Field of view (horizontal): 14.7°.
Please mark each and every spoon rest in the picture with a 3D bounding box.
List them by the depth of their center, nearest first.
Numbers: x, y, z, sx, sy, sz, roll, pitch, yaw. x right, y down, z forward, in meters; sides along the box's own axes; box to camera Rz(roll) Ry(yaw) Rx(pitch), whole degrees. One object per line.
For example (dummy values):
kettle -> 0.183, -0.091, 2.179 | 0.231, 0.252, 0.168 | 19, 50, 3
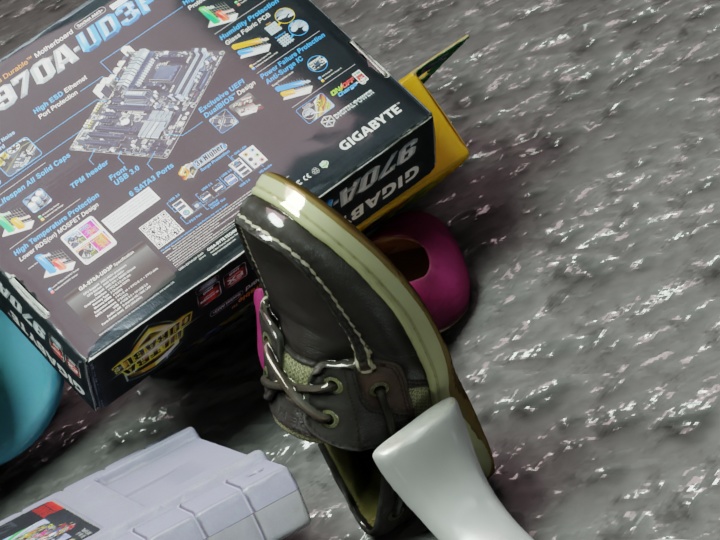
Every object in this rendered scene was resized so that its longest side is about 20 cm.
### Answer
spoon rest -> 0.080, 0.115, 1.005 | 0.099, 0.061, 0.200 | -35, 38, -14

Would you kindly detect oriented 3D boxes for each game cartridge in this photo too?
game cartridge -> -0.105, 0.110, 1.152 | 0.130, 0.038, 0.200 | -23, 7, -14

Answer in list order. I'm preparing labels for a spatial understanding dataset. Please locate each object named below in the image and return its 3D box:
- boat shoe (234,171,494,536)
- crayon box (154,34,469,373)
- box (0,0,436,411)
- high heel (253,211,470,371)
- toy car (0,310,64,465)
boat shoe -> -0.004, 0.041, 1.078 | 0.065, 0.200, 0.073 | -45, 48, -12
crayon box -> -0.027, -0.029, 1.348 | 0.200, 0.052, 0.126 | -34, -1, -14
box -> -0.090, -0.053, 1.261 | 0.200, 0.046, 0.159 | -37, 62, -19
high heel -> 0.000, 0.000, 1.258 | 0.067, 0.096, 0.200 | -20, 25, 17
toy car -> -0.224, 0.048, 1.364 | 0.150, 0.175, 0.200 | 1, 0, -41
